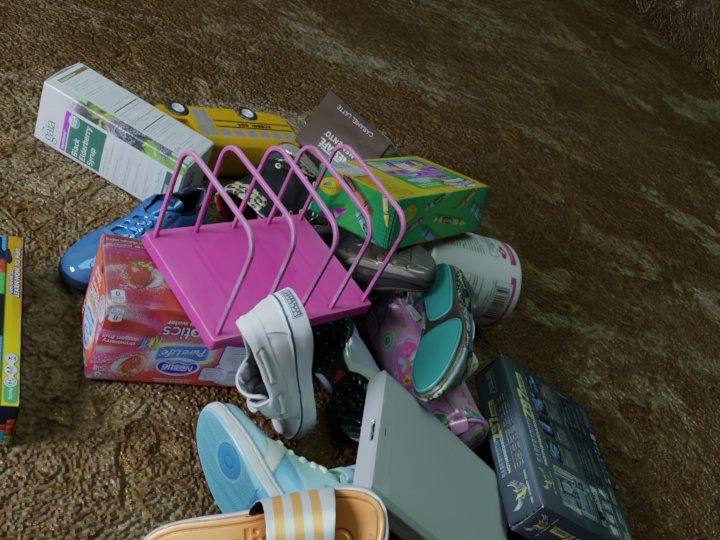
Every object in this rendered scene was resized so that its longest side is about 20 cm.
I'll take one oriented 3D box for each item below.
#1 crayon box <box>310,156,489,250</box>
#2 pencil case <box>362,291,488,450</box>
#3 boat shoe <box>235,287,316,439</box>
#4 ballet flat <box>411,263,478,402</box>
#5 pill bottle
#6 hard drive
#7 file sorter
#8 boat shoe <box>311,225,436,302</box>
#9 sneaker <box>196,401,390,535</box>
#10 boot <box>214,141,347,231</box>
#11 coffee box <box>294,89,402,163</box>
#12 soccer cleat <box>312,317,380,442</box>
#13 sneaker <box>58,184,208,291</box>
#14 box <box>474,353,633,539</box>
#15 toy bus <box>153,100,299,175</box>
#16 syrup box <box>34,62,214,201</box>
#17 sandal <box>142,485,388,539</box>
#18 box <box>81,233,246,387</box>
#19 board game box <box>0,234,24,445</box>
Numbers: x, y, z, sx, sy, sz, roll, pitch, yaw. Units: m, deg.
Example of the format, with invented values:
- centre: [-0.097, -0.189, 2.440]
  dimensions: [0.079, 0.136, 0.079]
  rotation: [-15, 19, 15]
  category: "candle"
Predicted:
- centre: [0.051, -0.084, 0.939]
  dimensions: [0.117, 0.060, 0.198]
  rotation: [28, 25, 32]
  category: "crayon box"
- centre: [0.068, 0.111, 0.891]
  dimensions: [0.086, 0.088, 0.203]
  rotation: [6, 43, -30]
  category: "pencil case"
- centre: [-0.082, 0.094, 0.726]
  dimensions: [0.064, 0.203, 0.074]
  rotation: [-22, 50, -20]
  category: "boat shoe"
- centre: [0.097, 0.072, 0.837]
  dimensions: [0.073, 0.075, 0.202]
  rotation: [24, 39, -8]
  category: "ballet flat"
- centre: [0.097, 0.001, 1.013]
  dimensions: [0.196, 0.114, 0.115]
  rotation: [13, 37, -30]
  category: "pill bottle"
- centre: [0.071, 0.204, 0.749]
  dimensions: [0.200, 0.026, 0.134]
  rotation: [44, 35, -26]
  category: "hard drive"
- centre: [-0.075, -0.037, 0.759]
  dimensions: [0.197, 0.127, 0.140]
  rotation: [-10, 51, -44]
  category: "file sorter"
- centre: [0.000, 0.000, 0.917]
  dimensions: [0.196, 0.075, 0.074]
  rotation: [14, 31, 32]
  category: "boat shoe"
- centre: [-0.052, 0.189, 0.718]
  dimensions: [0.129, 0.080, 0.202]
  rotation: [-21, 69, -46]
  category: "sneaker"
- centre: [-0.077, -0.064, 1.015]
  dimensions: [0.200, 0.073, 0.150]
  rotation: [46, 42, 5]
  category: "boot"
- centre: [0.002, -0.147, 1.086]
  dimensions: [0.114, 0.080, 0.200]
  rotation: [41, 4, 18]
  category: "coffee box"
- centre: [-0.007, 0.115, 0.864]
  dimensions: [0.073, 0.068, 0.201]
  rotation: [44, 10, -40]
  category: "soccer cleat"
- centre: [-0.240, -0.045, 0.868]
  dimensions: [0.066, 0.079, 0.199]
  rotation: [40, 38, 13]
  category: "sneaker"
- centre: [0.207, 0.207, 0.873]
  dimensions: [0.156, 0.051, 0.202]
  rotation: [32, 30, -29]
  category: "box"
- centre: [-0.184, -0.171, 1.074]
  dimensions: [0.196, 0.066, 0.079]
  rotation: [-5, 49, -40]
  category: "toy bus"
- centre: [-0.285, -0.158, 0.971]
  dimensions: [0.197, 0.080, 0.082]
  rotation: [30, 35, 0]
  category: "syrup box"
- centre: [-0.076, 0.215, 0.609]
  dimensions: [0.201, 0.059, 0.081]
  rotation: [-10, 72, -2]
  category: "sandal"
- centre: [-0.165, 0.044, 0.790]
  dimensions: [0.196, 0.101, 0.097]
  rotation: [8, 39, -29]
  category: "box"
- centre: [-0.373, 0.046, 0.676]
  dimensions: [0.162, 0.057, 0.202]
  rotation: [9, 40, -30]
  category: "board game box"
